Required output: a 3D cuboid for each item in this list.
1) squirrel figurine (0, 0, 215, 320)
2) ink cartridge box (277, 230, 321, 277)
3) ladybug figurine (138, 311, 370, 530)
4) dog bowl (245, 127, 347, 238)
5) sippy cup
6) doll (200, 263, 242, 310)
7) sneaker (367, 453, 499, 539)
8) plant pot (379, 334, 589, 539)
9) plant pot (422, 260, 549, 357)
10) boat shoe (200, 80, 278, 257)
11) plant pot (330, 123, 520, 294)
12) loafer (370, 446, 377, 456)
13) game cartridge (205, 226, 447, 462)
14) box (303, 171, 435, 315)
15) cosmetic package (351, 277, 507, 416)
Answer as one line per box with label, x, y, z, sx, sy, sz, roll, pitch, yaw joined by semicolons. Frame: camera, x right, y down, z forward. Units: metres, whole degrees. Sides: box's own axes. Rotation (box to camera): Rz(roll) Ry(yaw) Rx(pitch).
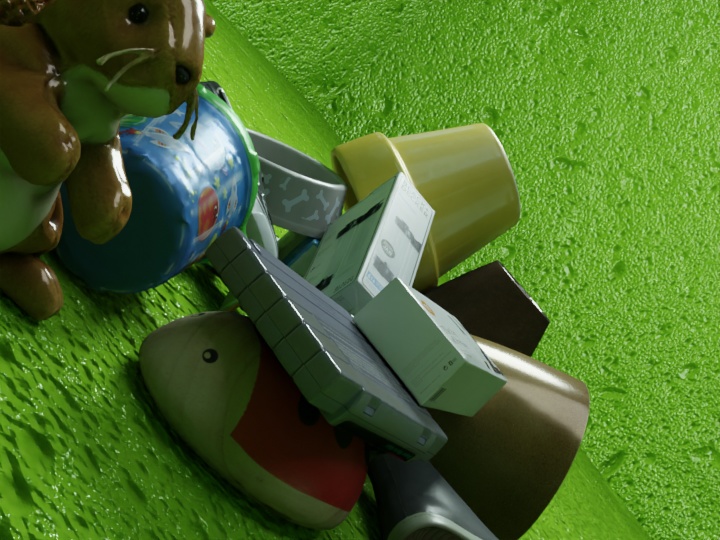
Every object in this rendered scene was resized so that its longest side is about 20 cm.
squirrel figurine;-0.171;-0.108;0.542;0.141;0.186;0.201;39;12;-49
ink cartridge box;-0.042;0.003;1.202;0.116;0.068;0.200;47;7;-15
ladybug figurine;-0.056;0.092;0.663;0.200;0.072;0.136;43;9;-40
dog bowl;-0.103;-0.106;1.151;0.197;0.060;0.200;24;13;-6
sippy cup;-0.145;-0.051;0.685;0.175;0.142;0.131;17;20;0
doll;-0.086;0.014;0.879;0.136;0.049;0.199;36;0;-40
sneaker;0.087;0.223;0.832;0.200;0.075;0.107;44;11;-29
plant pot;0.085;0.132;0.975;0.198;0.188;0.187;33;9;-6
plant pot;0.114;0.089;1.182;0.187;0.200;0.187;47;7;-8
boat shoe;-0.125;-0.095;1.021;0.056;0.068;0.203;-31;100;-39
plant pot;0.083;-0.082;1.231;0.201;0.186;0.204;159;-90;-84
loafer;-0.024;0.103;0.833;0.072;0.063;0.200;52;8;28
game cartridge;-0.016;0.057;0.666;0.130;0.038;0.200;56;7;29
box;0.000;0.000;1.008;0.060;0.116;0.201;45;33;-17
cosmetic package;0.061;0.065;0.813;0.083;0.051;0.200;48;5;18
